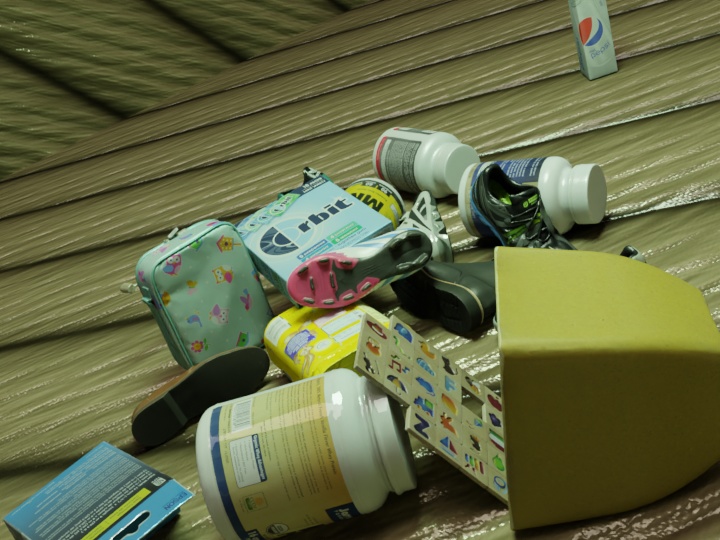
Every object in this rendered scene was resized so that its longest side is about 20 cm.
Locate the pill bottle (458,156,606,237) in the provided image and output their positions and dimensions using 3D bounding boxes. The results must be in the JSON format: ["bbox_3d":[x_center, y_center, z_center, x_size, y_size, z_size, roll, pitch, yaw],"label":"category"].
[{"bbox_3d":[0.251,-0.107,1.343,0.197,0.113,0.111,-1,30,35],"label":"pill bottle"}]

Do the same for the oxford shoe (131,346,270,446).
[{"bbox_3d":[-0.213,0.151,1.210,0.197,0.073,0.071,-27,20,-13],"label":"oxford shoe"}]

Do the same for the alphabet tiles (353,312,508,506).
[{"bbox_3d":[0.075,0.126,0.926,0.008,0.199,0.168,-47,14,25],"label":"alphabet tiles"}]

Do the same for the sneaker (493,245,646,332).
[{"bbox_3d":[0.250,0.022,1.110,0.196,0.089,0.076,-15,26,13],"label":"sneaker"}]

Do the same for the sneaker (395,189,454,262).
[{"bbox_3d":[0.084,-0.065,1.424,0.087,0.075,0.201,-15,24,3],"label":"sneaker"}]

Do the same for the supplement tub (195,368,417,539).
[{"bbox_3d":[-0.052,0.183,0.929,0.196,0.147,0.145,-16,24,7],"label":"supplement tub"}]

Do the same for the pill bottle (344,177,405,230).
[{"bbox_3d":[-0.009,-0.050,1.417,0.112,0.116,0.201,-6,28,25],"label":"pill bottle"}]

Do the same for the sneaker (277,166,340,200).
[{"bbox_3d":[-0.115,-0.085,1.513,0.200,0.080,0.071,-48,3,24],"label":"sneaker"}]

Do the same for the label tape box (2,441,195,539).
[{"bbox_3d":[-0.277,0.276,1.003,0.198,0.067,0.143,12,39,45],"label":"label tape box"}]

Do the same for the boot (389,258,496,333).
[{"bbox_3d":[0.136,0.010,1.252,0.136,0.079,0.199,-24,35,-26],"label":"boot"}]

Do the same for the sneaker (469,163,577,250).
[{"bbox_3d":[0.222,-0.065,1.244,0.070,0.083,0.200,-30,65,-24],"label":"sneaker"}]

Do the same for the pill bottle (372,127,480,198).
[{"bbox_3d":[0.116,-0.187,1.608,0.110,0.113,0.199,-30,27,-24],"label":"pill bottle"}]

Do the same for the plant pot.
[{"bbox_3d":[0.228,0.101,0.858,0.195,0.199,0.195,-3,27,9],"label":"plant pot"}]

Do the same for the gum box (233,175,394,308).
[{"bbox_3d":[-0.070,-0.047,1.293,0.168,0.045,0.199,-32,37,-17],"label":"gum box"}]

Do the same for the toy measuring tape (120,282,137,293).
[{"bbox_3d":[-0.278,0.052,1.413,0.073,0.075,0.198,5,4,41],"label":"toy measuring tape"}]

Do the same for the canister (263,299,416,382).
[{"bbox_3d":[-0.026,0.100,1.155,0.147,0.088,0.199,-27,24,-17],"label":"canister"}]

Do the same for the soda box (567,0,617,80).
[{"bbox_3d":[0.470,-0.500,1.882,0.062,0.203,0.069,-16,25,3],"label":"soda box"}]

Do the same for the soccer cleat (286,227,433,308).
[{"bbox_3d":[0.000,0.000,1.191,0.196,0.071,0.086,-18,2,-7],"label":"soccer cleat"}]

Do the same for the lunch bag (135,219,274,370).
[{"bbox_3d":[-0.218,0.037,1.284,0.159,0.203,0.077,-31,25,-22],"label":"lunch bag"}]
